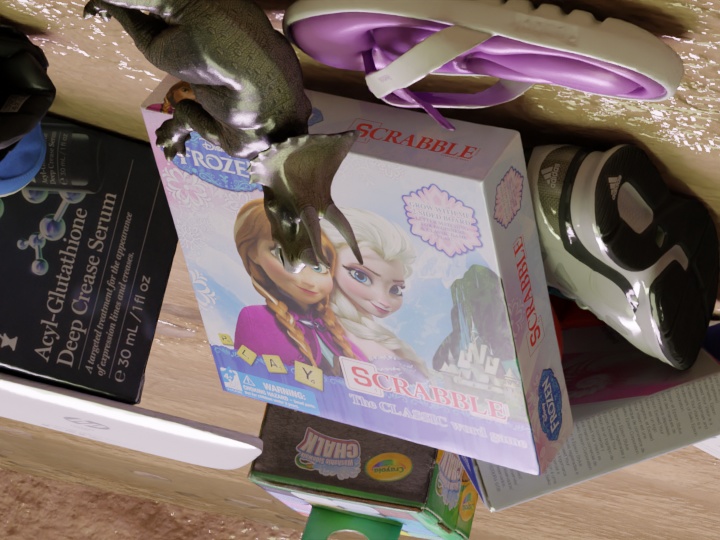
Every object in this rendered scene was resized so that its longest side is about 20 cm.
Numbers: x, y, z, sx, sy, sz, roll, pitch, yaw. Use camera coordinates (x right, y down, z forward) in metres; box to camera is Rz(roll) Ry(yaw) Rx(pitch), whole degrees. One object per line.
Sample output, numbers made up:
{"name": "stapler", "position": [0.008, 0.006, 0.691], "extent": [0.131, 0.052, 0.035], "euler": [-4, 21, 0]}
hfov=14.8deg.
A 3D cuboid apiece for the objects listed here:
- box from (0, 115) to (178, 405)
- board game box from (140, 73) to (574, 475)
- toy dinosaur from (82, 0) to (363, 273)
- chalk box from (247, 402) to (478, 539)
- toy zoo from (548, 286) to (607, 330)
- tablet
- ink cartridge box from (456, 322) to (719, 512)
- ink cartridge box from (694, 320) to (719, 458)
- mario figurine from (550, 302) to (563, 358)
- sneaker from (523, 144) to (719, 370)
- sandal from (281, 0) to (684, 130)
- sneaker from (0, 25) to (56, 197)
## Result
{"name": "box", "position": [-0.215, -0.015, 1.618], "extent": [0.200, 0.149, 0.107], "euler": [16, 168, -15]}
{"name": "board game box", "position": [0.000, 0.000, 1.408], "extent": [0.200, 0.041, 0.200], "euler": [13, 136, 29]}
{"name": "toy dinosaur", "position": [-0.062, -0.096, 1.258], "extent": [0.102, 0.077, 0.200], "euler": [8, 136, 45]}
{"name": "chalk box", "position": [0.011, 0.106, 1.799], "extent": [0.124, 0.200, 0.124], "euler": [10, 168, 18]}
{"name": "toy zoo", "position": [0.079, -0.002, 1.566], "extent": [0.200, 0.020, 0.131], "euler": [-7, 150, 46]}
{"name": "tablet", "position": [-0.162, 0.086, 1.635], "extent": [0.200, 0.014, 0.130], "euler": [14, 169, -9]}
{"name": "ink cartridge box", "position": [0.144, 0.061, 1.557], "extent": [0.200, 0.043, 0.196], "euler": [-19, -166, -3]}
{"name": "ink cartridge box", "position": [0.284, 0.080, 1.690], "extent": [0.200, 0.067, 0.116], "euler": [4, 165, 38]}
{"name": "mario figurine", "position": [0.011, 0.025, 1.500], "extent": [0.200, 0.106, 0.123], "euler": [18, 175, 8]}
{"name": "sneaker", "position": [0.111, -0.016, 1.433], "extent": [0.115, 0.076, 0.201], "euler": [11, 160, 28]}
{"name": "sandal", "position": [0.042, -0.088, 1.201], "extent": [0.202, 0.050, 0.082], "euler": [7, 165, 39]}
{"name": "sneaker", "position": [-0.199, -0.080, 1.457], "extent": [0.111, 0.077, 0.200], "euler": [18, 166, 31]}
